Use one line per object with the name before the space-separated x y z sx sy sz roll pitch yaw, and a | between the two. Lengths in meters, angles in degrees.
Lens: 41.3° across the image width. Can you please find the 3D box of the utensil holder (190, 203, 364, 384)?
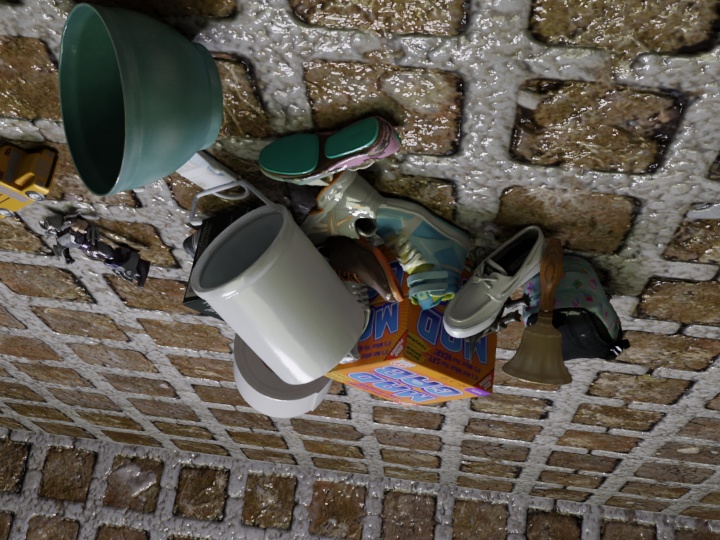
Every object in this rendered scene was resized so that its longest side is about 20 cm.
utensil holder | -0.112 0.037 1.339 0.169 0.171 0.200 -12 127 41

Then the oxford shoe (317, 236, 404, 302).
oxford shoe | 0.000 0.000 1.384 0.072 0.073 0.200 61 172 -35

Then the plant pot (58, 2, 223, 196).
plant pot | -0.234 -0.188 1.048 0.133 0.202 0.200 -10 171 -35

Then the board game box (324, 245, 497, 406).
board game box | 0.085 0.089 1.546 0.199 0.202 0.199 24 153 -35

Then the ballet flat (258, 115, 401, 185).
ballet flat | -0.036 -0.144 1.213 0.199 0.070 0.071 -12 152 32

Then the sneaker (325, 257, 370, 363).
sneaker | -0.016 0.043 1.473 0.076 0.202 0.080 13 173 -43

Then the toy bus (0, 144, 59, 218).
toy bus | -0.525 -0.132 1.419 0.078 0.066 0.199 28 151 -36

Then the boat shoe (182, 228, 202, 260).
boat shoe | -0.207 -0.007 1.592 0.199 0.072 0.067 29 149 -35

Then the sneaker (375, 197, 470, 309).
sneaker | 0.075 -0.019 1.383 0.199 0.132 0.079 22 155 -28

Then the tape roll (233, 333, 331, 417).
tape roll | -0.142 0.166 1.814 0.201 0.205 0.139 10 157 -3

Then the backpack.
backpack | 0.321 0.066 1.503 0.165 0.128 0.200 -15 148 19

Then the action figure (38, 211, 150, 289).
action figure | -0.453 -0.039 1.614 0.199 0.070 0.130 31 159 -34

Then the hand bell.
hand bell | 0.267 0.054 1.380 0.103 0.202 0.104 6 -173 -1

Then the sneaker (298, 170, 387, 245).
sneaker | -0.025 -0.069 1.336 0.092 0.076 0.200 38 155 -1

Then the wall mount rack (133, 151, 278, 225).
wall mount rack | -0.210 -0.123 1.313 0.173 0.075 0.200 -11 152 35

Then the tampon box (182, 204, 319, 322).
tampon box | -0.151 0.012 1.504 0.199 0.151 0.126 27 156 -37

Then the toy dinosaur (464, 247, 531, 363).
toy dinosaur | 0.190 0.063 1.437 0.077 0.201 0.102 34 148 -31

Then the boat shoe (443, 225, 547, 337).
boat shoe | 0.189 0.010 1.372 0.073 0.200 0.066 33 161 33
